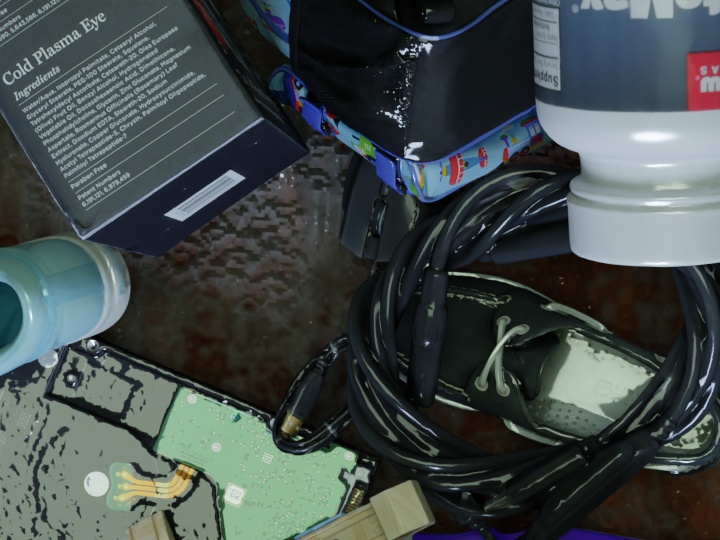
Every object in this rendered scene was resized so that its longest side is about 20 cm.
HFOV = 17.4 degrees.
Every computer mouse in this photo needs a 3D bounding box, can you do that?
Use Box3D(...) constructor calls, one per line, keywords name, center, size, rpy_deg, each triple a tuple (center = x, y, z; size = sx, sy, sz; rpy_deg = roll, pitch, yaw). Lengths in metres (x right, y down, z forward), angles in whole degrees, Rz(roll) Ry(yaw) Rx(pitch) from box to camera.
Box3D(name="computer mouse", center=(0.000, 0.000, 1.199), size=(0.059, 0.034, 0.200), rpy_deg=(14, 74, 23))

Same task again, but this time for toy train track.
Box3D(name="toy train track", center=(-0.057, 0.156, 1.157), size=(0.200, 0.033, 0.115), rpy_deg=(-28, 75, 16))

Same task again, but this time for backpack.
Box3D(name="backpack", center=(0.019, -0.152, 1.167), size=(0.182, 0.135, 0.200), rpy_deg=(-31, 53, -33))

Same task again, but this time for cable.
Box3D(name="cable", center=(0.091, 0.030, 1.150), size=(0.200, 0.051, 0.163), rpy_deg=(-43, 80, 11))

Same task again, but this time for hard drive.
Box3D(name="hard drive", center=(-0.106, 0.122, 1.222), size=(0.200, 0.038, 0.140), rpy_deg=(22, 89, 5))

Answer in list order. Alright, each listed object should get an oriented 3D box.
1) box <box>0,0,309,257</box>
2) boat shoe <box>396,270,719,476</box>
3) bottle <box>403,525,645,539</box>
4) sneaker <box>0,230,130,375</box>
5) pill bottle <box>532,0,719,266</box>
Box3D(name="box", center=(-0.124, -0.112, 1.153), size=(0.104, 0.200, 0.182), rpy_deg=(-34, 86, 3))
Box3D(name="boat shoe", center=(0.095, 0.049, 1.200), size=(0.200, 0.060, 0.076), rpy_deg=(16, 90, 5))
Box3D(name="bottle", center=(0.107, 0.171, 1.191), size=(0.200, 0.065, 0.084), rpy_deg=(9, 86, 4))
Box3D(name="sneaker", center=(-0.212, 0.029, 1.176), size=(0.200, 0.082, 0.074), rpy_deg=(-26, 83, 34))
Box3D(name="pill bottle", center=(0.136, -0.108, 1.046), size=(0.119, 0.120, 0.200), rpy_deg=(-2, 102, 4))
